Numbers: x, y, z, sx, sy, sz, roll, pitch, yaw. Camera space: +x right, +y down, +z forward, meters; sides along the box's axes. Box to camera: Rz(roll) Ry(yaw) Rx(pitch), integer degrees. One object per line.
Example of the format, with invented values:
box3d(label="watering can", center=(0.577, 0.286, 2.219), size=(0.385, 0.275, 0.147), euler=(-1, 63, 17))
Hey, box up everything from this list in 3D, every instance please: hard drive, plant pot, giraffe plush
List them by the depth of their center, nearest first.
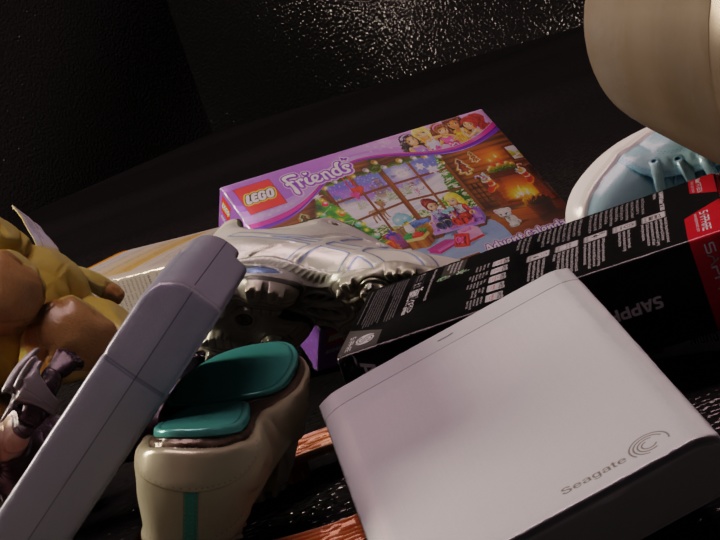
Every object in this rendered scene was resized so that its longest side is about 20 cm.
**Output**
box3d(label="hard drive", center=(0.057, 0.067, 0.719), size=(0.131, 0.027, 0.200), euler=(-29, 20, 0))
box3d(label="plant pot", center=(0.212, -0.128, 0.904), size=(0.199, 0.202, 0.173), euler=(-24, 21, -28))
box3d(label="giraffe plush", center=(-0.245, 0.060, 1.173), size=(0.163, 0.172, 0.200), euler=(-53, 25, 4))

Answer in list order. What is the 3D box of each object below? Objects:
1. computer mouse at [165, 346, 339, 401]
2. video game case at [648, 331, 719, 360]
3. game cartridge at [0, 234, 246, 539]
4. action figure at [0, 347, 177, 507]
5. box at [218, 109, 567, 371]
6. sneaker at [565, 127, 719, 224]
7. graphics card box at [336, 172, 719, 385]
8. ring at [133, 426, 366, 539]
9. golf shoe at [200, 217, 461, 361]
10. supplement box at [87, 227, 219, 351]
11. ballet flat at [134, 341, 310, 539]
box3d(label="computer mouse", center=(-0.039, 0.036, 1.160), size=(0.198, 0.053, 0.139), euler=(-17, 9, 16))
box3d(label="video game case", center=(0.227, -0.003, 0.931), size=(0.181, 0.024, 0.199), euler=(-12, 12, 41))
box3d(label="game cartridge", center=(-0.122, 0.079, 0.804), size=(0.201, 0.041, 0.133), euler=(-56, 7, 11))
box3d(label="action figure", center=(-0.136, 0.087, 0.959), size=(0.198, 0.070, 0.130), euler=(-10, -22, -3))
box3d(label="box", center=(0.027, -0.024, 1.127), size=(0.198, 0.039, 0.137), euler=(-19, 49, -24))
box3d(label="sneaker", center=(0.210, -0.058, 0.988), size=(0.198, 0.075, 0.082), euler=(-23, 6, -14))
box3d(label="graphics card box", center=(0.093, 0.016, 0.883), size=(0.198, 0.051, 0.126), euler=(-18, 12, 12))
box3d(label="ring", center=(-0.012, 0.104, 0.824), size=(0.198, 0.019, 0.201), euler=(-19, 10, 4))
box3d(label="golf shoe", center=(0.000, 0.000, 1.015), size=(0.198, 0.079, 0.098), euler=(4, 43, 4))
box3d(label="supplement box", center=(-0.146, 0.020, 1.406), size=(0.199, 0.074, 0.126), euler=(-12, 11, 38))
box3d(label="ballet flat", center=(-0.060, 0.082, 0.798), size=(0.069, 0.070, 0.200), euler=(-17, 6, 11))
